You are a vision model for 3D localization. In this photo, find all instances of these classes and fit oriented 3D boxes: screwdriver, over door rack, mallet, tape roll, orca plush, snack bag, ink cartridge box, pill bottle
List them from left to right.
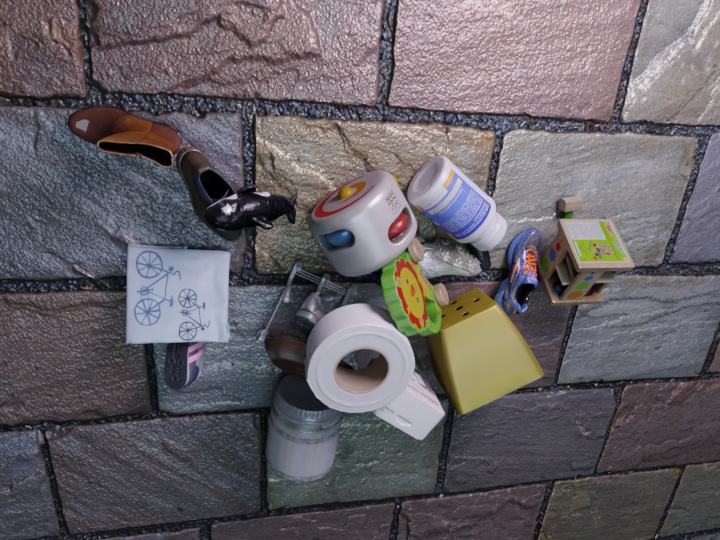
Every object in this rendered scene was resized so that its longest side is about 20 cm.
[{"bbox_3d":[-0.350,0.045,0.998,0.197,0.021,0.191,1,92,-11],"label":"snack bag"},{"bbox_3d":[-0.180,-0.090,0.933,0.105,0.071,0.199,-48,157,22],"label":"orca plush"},{"bbox_3d":[-0.111,0.097,1.086,0.147,0.067,0.201,24,106,-20],"label":"over door rack"},{"bbox_3d":[-0.003,0.165,0.957,0.200,0.071,0.205,-4,119,-8],"label":"tape roll"},{"bbox_3d":[0.000,0.000,1.091,0.198,0.028,0.029,23,76,-20],"label":"screwdriver"},{"bbox_3d":[0.080,0.246,1.120,0.145,0.200,0.084,35,103,-24],"label":"ink cartridge box"},{"bbox_3d":[0.186,-0.015,1.124,0.197,0.041,0.067,-14,114,-2],"label":"mallet"},{"bbox_3d":[0.198,-0.126,1.033,0.199,0.112,0.112,36,102,-24],"label":"pill bottle"}]

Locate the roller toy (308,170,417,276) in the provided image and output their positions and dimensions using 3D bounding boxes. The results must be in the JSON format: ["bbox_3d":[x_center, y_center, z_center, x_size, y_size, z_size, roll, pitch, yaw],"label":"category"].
[{"bbox_3d":[0.003,-0.095,0.961,0.199,0.183,0.140,-32,114,2],"label":"roller toy"}]

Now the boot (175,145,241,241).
[{"bbox_3d":[-0.259,-0.119,0.924,0.074,0.097,0.201,-35,130,-14],"label":"boot"}]

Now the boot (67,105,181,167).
[{"bbox_3d":[-0.384,-0.204,0.815,0.186,0.200,0.069,15,110,-18],"label":"boot"}]

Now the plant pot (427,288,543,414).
[{"bbox_3d":[0.247,0.158,1.136,0.198,0.200,0.178,-24,104,-1],"label":"plant pot"}]

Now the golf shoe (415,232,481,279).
[{"bbox_3d":[0.152,-0.016,1.090,0.198,0.079,0.098,18,127,0],"label":"golf shoe"}]

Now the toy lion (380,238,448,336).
[{"bbox_3d":[0.101,0.051,0.982,0.068,0.193,0.201,-19,124,25],"label":"toy lion"}]

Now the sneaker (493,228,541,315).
[{"bbox_3d":[0.363,0.007,1.135,0.075,0.078,0.203,12,94,-24],"label":"sneaker"}]

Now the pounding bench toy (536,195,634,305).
[{"bbox_3d":[0.467,-0.042,1.133,0.123,0.202,0.157,-1,145,-10],"label":"pounding bench toy"}]

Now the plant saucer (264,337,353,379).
[{"bbox_3d":[-0.111,0.195,1.068,0.199,0.200,0.037,29,65,-22],"label":"plant saucer"}]

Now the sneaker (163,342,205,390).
[{"bbox_3d":[-0.347,0.138,1.059,0.069,0.082,0.203,15,92,13],"label":"sneaker"}]

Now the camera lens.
[{"bbox_3d":[-0.124,0.348,1.141,0.158,0.160,0.202,5,113,-15],"label":"camera lens"}]

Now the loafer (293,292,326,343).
[{"bbox_3d":[-0.078,0.121,1.033,0.071,0.063,0.201,12,147,19],"label":"loafer"}]
